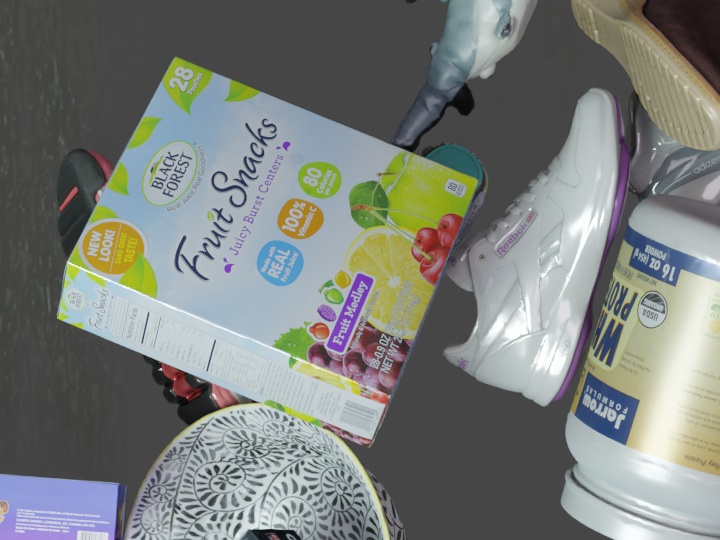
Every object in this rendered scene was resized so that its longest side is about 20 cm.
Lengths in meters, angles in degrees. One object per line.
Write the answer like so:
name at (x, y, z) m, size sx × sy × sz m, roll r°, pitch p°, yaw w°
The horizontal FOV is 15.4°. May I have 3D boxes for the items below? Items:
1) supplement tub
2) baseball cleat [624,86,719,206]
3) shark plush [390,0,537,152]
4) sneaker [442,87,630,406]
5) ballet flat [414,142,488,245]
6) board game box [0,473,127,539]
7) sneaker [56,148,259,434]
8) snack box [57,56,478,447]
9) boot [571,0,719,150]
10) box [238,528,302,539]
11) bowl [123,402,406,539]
supplement tub at (0.208, 0.067, 1.623) m, size 0.144 × 0.144 × 0.200 m, roll 15°, pitch 99°, yaw -9°
baseball cleat at (0.242, -0.119, 1.701) m, size 0.106 × 0.070 × 0.200 m, roll 42°, pitch 78°, yaw -5°
shark plush at (0.068, -0.172, 1.695) m, size 0.083 × 0.091 × 0.200 m, roll 22°, pitch 102°, yaw 11°
sneaker at (0.109, -0.021, 1.654) m, size 0.099 × 0.075 × 0.200 m, roll 16°, pitch 91°, yaw 4°
ballet flat at (0.000, 0.000, 1.639) m, size 0.200 × 0.072 × 0.072 m, roll -40°, pitch 93°, yaw -24°
board game box at (-0.238, 0.138, 1.539) m, size 0.200 × 0.134 × 0.045 m, roll 5°, pitch 84°, yaw -3°
sneaker at (-0.111, 0.004, 1.632) m, size 0.087 × 0.074 × 0.200 m, roll -35°, pitch 94°, yaw -28°
snack box at (-0.053, -0.013, 1.551) m, size 0.200 × 0.068 × 0.169 m, roll 21°, pitch 55°, yaw 2°
boot at (0.239, -0.160, 1.648) m, size 0.166 × 0.200 × 0.072 m, roll -22°, pitch 127°, yaw -8°
box at (-0.065, 0.271, 1.513) m, size 0.200 × 0.046 × 0.159 m, roll -52°, pitch 59°, yaw 18°
bowl at (-0.038, 0.181, 1.590) m, size 0.094 × 0.200 × 0.201 m, roll 8°, pitch 81°, yaw -55°
